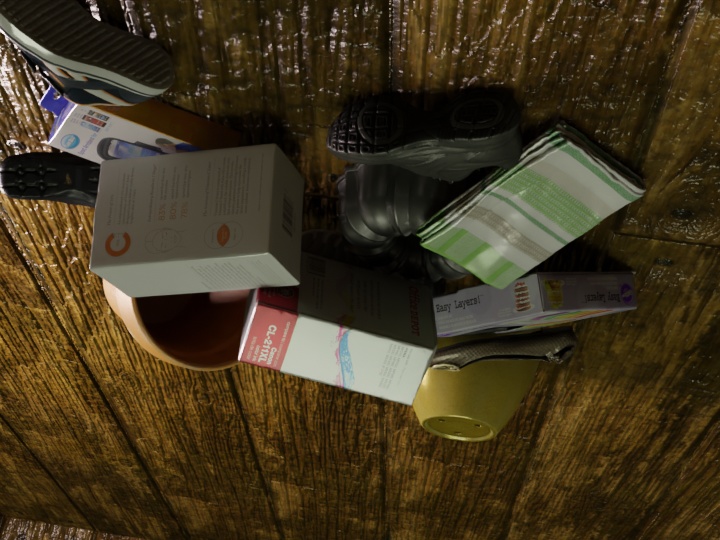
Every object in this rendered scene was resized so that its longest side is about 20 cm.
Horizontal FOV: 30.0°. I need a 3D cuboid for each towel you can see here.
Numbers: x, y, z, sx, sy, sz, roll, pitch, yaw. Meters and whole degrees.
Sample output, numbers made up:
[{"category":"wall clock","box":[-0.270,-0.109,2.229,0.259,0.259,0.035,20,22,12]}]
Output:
[{"category":"towel","box":[0.176,-0.057,1.379,0.149,0.031,0.200,29,125,-37]}]

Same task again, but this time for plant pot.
[{"category":"plant pot","box":[0.139,0.145,1.795,0.200,0.142,0.200,9,156,4]},{"category":"plant pot","box":[-0.216,0.012,1.605,0.200,0.200,0.183,25,169,-30]}]

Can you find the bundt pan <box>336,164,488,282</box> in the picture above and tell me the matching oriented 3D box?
[{"category":"bundt pan","box":[0.066,-0.049,1.478,0.202,0.076,0.202,8,155,4]}]

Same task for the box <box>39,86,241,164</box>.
[{"category":"box","box":[-0.242,-0.144,1.431,0.200,0.042,0.119,18,155,-22]}]

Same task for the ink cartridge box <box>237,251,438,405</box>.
[{"category":"ink cartridge box","box":[-0.025,0.058,1.485,0.200,0.146,0.083,16,116,-8]}]

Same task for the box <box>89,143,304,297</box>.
[{"category":"box","box":[-0.169,-0.050,1.409,0.200,0.125,0.097,-4,159,16]}]

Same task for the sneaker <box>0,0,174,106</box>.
[{"category":"sneaker","box":[-0.277,-0.206,1.259,0.200,0.079,0.079,27,145,-37]}]

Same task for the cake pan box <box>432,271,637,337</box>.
[{"category":"cake pan box","box":[0.191,0.040,1.576,0.200,0.052,0.184,-14,168,43]}]

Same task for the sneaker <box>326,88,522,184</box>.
[{"category":"sneaker","box":[0.063,-0.120,1.311,0.200,0.076,0.091,2,149,21]}]

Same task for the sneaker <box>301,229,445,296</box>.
[{"category":"sneaker","box":[0.000,0.000,1.602,0.200,0.075,0.082,21,-174,-26]}]

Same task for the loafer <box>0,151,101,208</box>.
[{"category":"loafer","box":[-0.308,-0.106,1.525,0.200,0.068,0.070,4,-168,-3]}]

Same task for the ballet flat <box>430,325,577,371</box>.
[{"category":"ballet flat","box":[0.177,0.105,1.686,0.200,0.046,0.067,-8,175,-10]}]
